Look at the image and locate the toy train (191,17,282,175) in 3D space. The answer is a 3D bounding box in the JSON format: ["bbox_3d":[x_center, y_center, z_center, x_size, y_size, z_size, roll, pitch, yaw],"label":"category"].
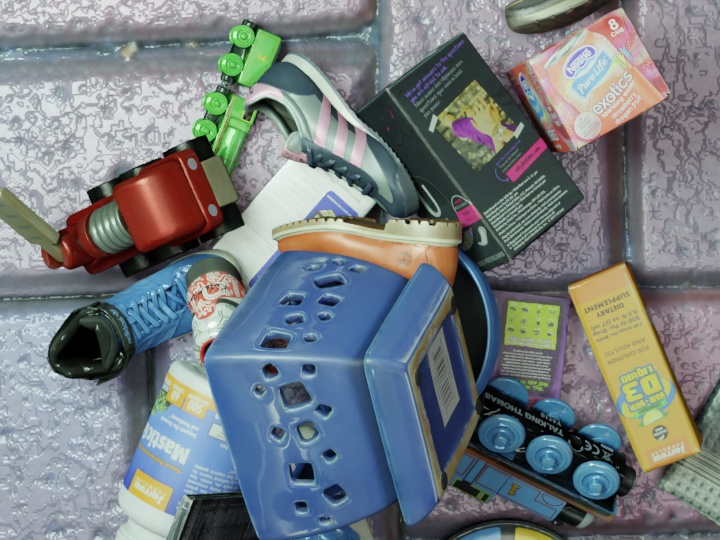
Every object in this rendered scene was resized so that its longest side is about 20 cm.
[{"bbox_3d":[-0.133,-0.150,1.685,0.056,0.042,0.201,21,93,-13],"label":"toy train"}]

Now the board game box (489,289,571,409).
[{"bbox_3d":[0.106,0.076,1.706,0.199,0.032,0.121,7,89,0],"label":"board game box"}]

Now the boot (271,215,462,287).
[{"bbox_3d":[0.000,0.000,1.614,0.199,0.075,0.108,6,98,31],"label":"boot"}]

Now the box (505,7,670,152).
[{"bbox_3d":[0.211,-0.176,1.606,0.102,0.200,0.095,-29,94,1],"label":"box"}]

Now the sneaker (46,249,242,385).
[{"bbox_3d":[-0.210,0.048,1.638,0.199,0.111,0.077,-22,99,14],"label":"sneaker"}]

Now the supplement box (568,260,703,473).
[{"bbox_3d":[0.272,0.095,1.679,0.066,0.069,0.201,-23,90,10],"label":"supplement box"}]

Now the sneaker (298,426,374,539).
[{"bbox_3d":[-0.051,0.263,1.679,0.111,0.077,0.201,-25,100,-12],"label":"sneaker"}]

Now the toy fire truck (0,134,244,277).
[{"bbox_3d":[-0.238,-0.054,1.587,0.176,0.200,0.129,-21,94,38],"label":"toy fire truck"}]

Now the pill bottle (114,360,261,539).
[{"bbox_3d":[-0.170,0.199,1.667,0.112,0.112,0.201,23,92,-2],"label":"pill bottle"}]

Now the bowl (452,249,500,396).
[{"bbox_3d":[0.044,0.060,1.647,0.200,0.039,0.202,-1,88,31],"label":"bowl"}]

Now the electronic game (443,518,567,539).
[{"bbox_3d":[0.146,0.350,1.715,0.199,0.042,0.201,0,93,-1],"label":"electronic game"}]

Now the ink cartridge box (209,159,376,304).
[{"bbox_3d":[-0.073,-0.037,1.693,0.095,0.037,0.200,41,90,-2],"label":"ink cartridge box"}]

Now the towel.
[{"bbox_3d":[0.430,0.189,1.720,0.199,0.035,0.193,31,90,0],"label":"towel"}]

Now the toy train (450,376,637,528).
[{"bbox_3d":[0.170,0.186,1.676,0.199,0.087,0.114,26,125,-9],"label":"toy train"}]

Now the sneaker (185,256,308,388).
[{"bbox_3d":[-0.101,0.084,1.619,0.067,0.108,0.202,-24,136,14],"label":"sneaker"}]

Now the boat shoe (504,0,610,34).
[{"bbox_3d":[0.225,-0.297,1.671,0.199,0.075,0.074,-26,83,-8],"label":"boat shoe"}]

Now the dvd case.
[{"bbox_3d":[-0.145,0.283,1.635,0.016,0.200,0.149,22,93,23],"label":"dvd case"}]

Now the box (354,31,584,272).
[{"bbox_3d":[0.100,-0.108,1.635,0.106,0.122,0.200,-38,93,-20],"label":"box"}]

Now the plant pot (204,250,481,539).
[{"bbox_3d":[-0.004,0.107,1.513,0.179,0.200,0.201,-3,117,24],"label":"plant pot"}]

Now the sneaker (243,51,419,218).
[{"bbox_3d":[-0.031,-0.114,1.635,0.082,0.070,0.200,-39,81,-24],"label":"sneaker"}]
